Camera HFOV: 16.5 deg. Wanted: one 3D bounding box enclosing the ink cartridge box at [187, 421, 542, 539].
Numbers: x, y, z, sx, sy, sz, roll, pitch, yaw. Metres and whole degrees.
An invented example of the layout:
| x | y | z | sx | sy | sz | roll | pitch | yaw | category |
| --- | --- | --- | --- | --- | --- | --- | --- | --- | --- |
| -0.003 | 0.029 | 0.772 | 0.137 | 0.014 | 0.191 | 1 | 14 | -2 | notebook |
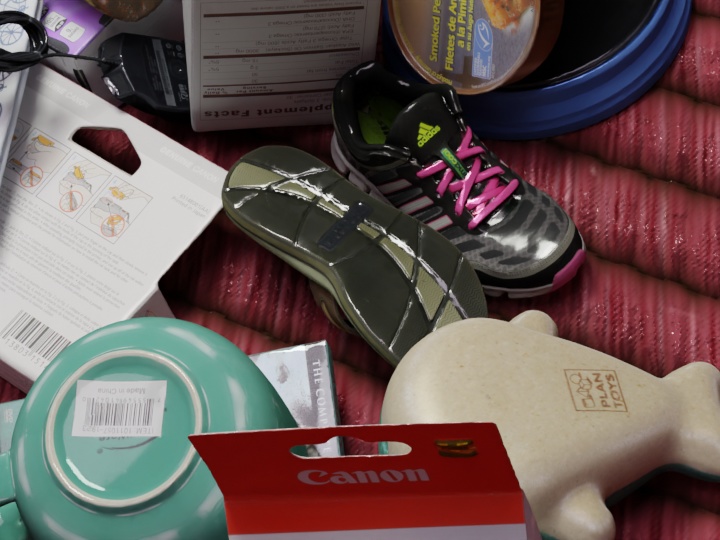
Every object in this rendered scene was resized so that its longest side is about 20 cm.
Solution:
| x | y | z | sx | sy | sz | roll | pitch | yaw | category |
| --- | --- | --- | --- | --- | --- | --- | --- | --- | --- |
| 0.011 | 0.148 | 1.255 | 0.159 | 0.201 | 0.048 | -3 | 54 | 14 | ink cartridge box |

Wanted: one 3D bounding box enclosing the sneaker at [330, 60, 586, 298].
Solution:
| x | y | z | sx | sy | sz | roll | pitch | yaw | category |
| --- | --- | --- | --- | --- | --- | --- | --- | --- | --- |
| 0.049 | -0.058 | 1.466 | 0.074 | 0.088 | 0.200 | -41 | 56 | -15 | sneaker |

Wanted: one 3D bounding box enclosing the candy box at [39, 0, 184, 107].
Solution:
| x | y | z | sx | sy | sz | roll | pitch | yaw | category |
| --- | --- | --- | --- | --- | --- | --- | --- | --- | --- |
| -0.194 | -0.215 | 1.664 | 0.199 | 0.072 | 0.168 | 30 | 68 | 31 | candy box |

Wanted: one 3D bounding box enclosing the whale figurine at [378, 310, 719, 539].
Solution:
| x | y | z | sx | sy | sz | roll | pitch | yaw | category |
| --- | --- | --- | --- | --- | --- | --- | --- | --- | --- |
| 0.106 | 0.097 | 1.348 | 0.198 | 0.104 | 0.160 | -2 | 49 | -16 | whale figurine |

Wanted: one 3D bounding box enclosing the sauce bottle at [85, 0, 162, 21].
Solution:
| x | y | z | sx | sy | sz | roll | pitch | yaw | category |
| --- | --- | --- | --- | --- | --- | --- | --- | --- | --- |
| -0.201 | -0.228 | 1.589 | 0.200 | 0.066 | 0.066 | 36 | 71 | 30 | sauce bottle |

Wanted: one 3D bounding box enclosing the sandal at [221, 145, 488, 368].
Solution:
| x | y | z | sx | sy | sz | roll | pitch | yaw | category |
| --- | --- | --- | --- | --- | --- | --- | --- | --- | --- |
| 0.000 | -0.001 | 1.458 | 0.080 | 0.058 | 0.201 | -36 | 59 | -23 | sandal |

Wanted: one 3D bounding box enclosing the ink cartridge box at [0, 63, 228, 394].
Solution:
| x | y | z | sx | sy | sz | roll | pitch | yaw | category |
| --- | --- | --- | --- | --- | --- | --- | --- | --- | --- |
| -0.190 | -0.021 | 1.538 | 0.199 | 0.045 | 0.176 | 30 | 69 | 32 | ink cartridge box |

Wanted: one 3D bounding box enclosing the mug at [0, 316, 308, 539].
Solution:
| x | y | z | sx | sy | sz | roll | pitch | yaw | category |
| --- | --- | --- | --- | --- | --- | --- | --- | --- | --- |
| -0.123 | 0.113 | 1.335 | 0.185 | 0.115 | 0.152 | -43 | 66 | -8 | mug |

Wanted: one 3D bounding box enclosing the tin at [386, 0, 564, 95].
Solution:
| x | y | z | sx | sy | sz | roll | pitch | yaw | category |
| --- | --- | --- | --- | --- | --- | --- | --- | --- | --- |
| 0.071 | -0.206 | 1.470 | 0.111 | 0.202 | 0.042 | 13 | 18 | 31 | tin |

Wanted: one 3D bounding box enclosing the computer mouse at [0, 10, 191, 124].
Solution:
| x | y | z | sx | sy | sz | roll | pitch | yaw | category |
| --- | --- | --- | --- | --- | --- | --- | --- | --- | --- |
| -0.170 | -0.124 | 1.547 | 0.034 | 0.199 | 0.059 | -40 | 53 | 43 | computer mouse |

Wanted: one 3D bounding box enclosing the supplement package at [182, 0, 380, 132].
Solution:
| x | y | z | sx | sy | sz | roll | pitch | yaw | category |
| --- | --- | --- | --- | --- | --- | --- | --- | --- | --- |
| -0.050 | -0.190 | 1.501 | 0.116 | 0.201 | 0.118 | -4 | 59 | -6 | supplement package |

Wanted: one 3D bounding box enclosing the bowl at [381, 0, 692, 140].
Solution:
| x | y | z | sx | sy | sz | roll | pitch | yaw | category |
| --- | --- | --- | --- | --- | --- | --- | --- | --- | --- |
| 0.108 | -0.172 | 1.565 | 0.199 | 0.039 | 0.202 | -8 | 53 | 10 | bowl |

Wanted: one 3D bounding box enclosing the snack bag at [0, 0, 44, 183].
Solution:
| x | y | z | sx | sy | sz | roll | pitch | yaw | category |
| --- | --- | --- | --- | --- | --- | --- | --- | --- | --- |
| -0.299 | -0.096 | 1.574 | 0.199 | 0.021 | 0.190 | -6 | 59 | 26 | snack bag |

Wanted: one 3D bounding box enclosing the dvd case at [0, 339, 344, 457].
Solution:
| x | y | z | sx | sy | sz | roll | pitch | yaw | category |
| --- | --- | --- | --- | --- | --- | --- | --- | --- | --- |
| -0.105 | 0.126 | 1.401 | 0.198 | 0.022 | 0.147 | -10 | 66 | 7 | dvd case |
